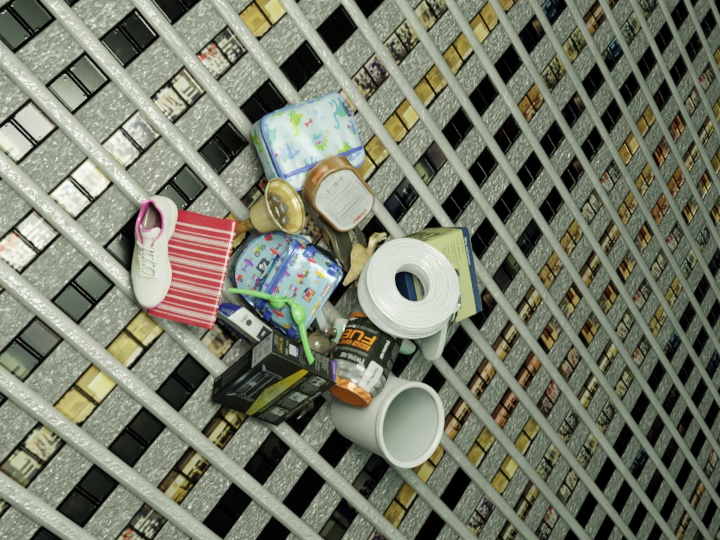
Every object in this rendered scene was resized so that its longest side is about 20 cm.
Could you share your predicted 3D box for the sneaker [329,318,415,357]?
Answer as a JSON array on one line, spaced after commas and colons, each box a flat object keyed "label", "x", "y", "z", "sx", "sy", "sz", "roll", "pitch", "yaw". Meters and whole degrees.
[{"label": "sneaker", "x": 0.021, "y": 0.185, "z": 1.458, "sx": 0.198, "sy": 0.074, "sz": 0.120, "roll": 16, "pitch": 77, "yaw": -18}]

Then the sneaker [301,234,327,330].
[{"label": "sneaker", "x": -0.097, "y": 0.022, "z": 1.378, "sx": 0.070, "sy": 0.073, "sz": 0.203, "roll": -24, "pitch": 105, "yaw": -23}]

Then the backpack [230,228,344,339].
[{"label": "backpack", "x": -0.150, "y": 0.009, "z": 1.270, "sx": 0.199, "sy": 0.135, "sz": 0.183, "roll": 37, "pitch": 91, "yaw": -1}]

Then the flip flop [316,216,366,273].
[{"label": "flip flop", "x": -0.055, "y": -0.086, "z": 1.418, "sx": 0.081, "sy": 0.057, "sz": 0.201, "roll": -36, "pitch": 96, "yaw": -32}]

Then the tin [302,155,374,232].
[{"label": "tin", "x": -0.039, "y": -0.143, "z": 1.286, "sx": 0.112, "sy": 0.042, "sz": 0.200, "roll": -41, "pitch": 150, "yaw": 4}]

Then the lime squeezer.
[{"label": "lime squeezer", "x": -0.141, "y": 0.074, "z": 1.192, "sx": 0.199, "sy": 0.071, "sz": 0.038, "roll": 41, "pitch": 29, "yaw": -2}]

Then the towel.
[{"label": "towel", "x": -0.302, "y": -0.005, "z": 1.210, "sx": 0.022, "sy": 0.143, "sz": 0.203, "roll": 26, "pitch": 75, "yaw": -69}]

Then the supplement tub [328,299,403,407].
[{"label": "supplement tub", "x": 0.012, "y": 0.163, "z": 1.346, "sx": 0.122, "sy": 0.122, "sz": 0.202, "roll": 40, "pitch": 61, "yaw": -29}]

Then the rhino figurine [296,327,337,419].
[{"label": "rhino figurine", "x": -0.104, "y": 0.215, "z": 1.385, "sx": 0.087, "sy": 0.059, "sz": 0.203, "roll": 7, "pitch": 105, "yaw": -45}]

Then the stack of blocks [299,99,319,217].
[{"label": "stack of blocks", "x": -0.100, "y": -0.225, "z": 1.352, "sx": 0.115, "sy": 0.058, "sz": 0.201, "roll": -42, "pitch": 103, "yaw": -25}]

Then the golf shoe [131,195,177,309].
[{"label": "golf shoe", "x": -0.371, "y": -0.034, "z": 1.170, "sx": 0.074, "sy": 0.092, "sz": 0.203, "roll": 4, "pitch": 87, "yaw": -2}]

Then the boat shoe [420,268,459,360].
[{"label": "boat shoe", "x": 0.177, "y": 0.091, "z": 1.412, "sx": 0.063, "sy": 0.070, "sz": 0.203, "roll": 11, "pitch": 86, "yaw": -32}]

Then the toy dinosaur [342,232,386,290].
[{"label": "toy dinosaur", "x": 0.000, "y": 0.000, "z": 1.381, "sx": 0.201, "sy": 0.058, "sz": 0.102, "roll": -54, "pitch": 131, "yaw": -44}]

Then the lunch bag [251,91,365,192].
[{"label": "lunch bag", "x": -0.095, "y": -0.239, "z": 1.278, "sx": 0.198, "sy": 0.082, "sz": 0.163, "roll": -23, "pitch": 99, "yaw": -27}]

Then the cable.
[{"label": "cable", "x": 0.096, "y": 0.035, "z": 1.315, "sx": 0.200, "sy": 0.069, "sz": 0.200, "roll": 46, "pitch": 62, "yaw": 6}]

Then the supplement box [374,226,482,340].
[{"label": "supplement box", "x": 0.146, "y": 0.022, "z": 1.509, "sx": 0.198, "sy": 0.134, "sz": 0.203, "roll": -19, "pitch": 104, "yaw": -32}]

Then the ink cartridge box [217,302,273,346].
[{"label": "ink cartridge box", "x": -0.212, "y": 0.113, "z": 1.289, "sx": 0.200, "sy": 0.099, "sz": 0.039, "roll": 42, "pitch": 71, "yaw": -30}]

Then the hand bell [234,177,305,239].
[{"label": "hand bell", "x": -0.209, "y": -0.084, "z": 1.231, "sx": 0.104, "sy": 0.198, "sz": 0.105, "roll": 35, "pitch": 44, "yaw": -43}]

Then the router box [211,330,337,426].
[{"label": "router box", "x": -0.163, "y": 0.211, "z": 1.275, "sx": 0.156, "sy": 0.199, "sz": 0.053, "roll": 30, "pitch": 37, "yaw": -31}]

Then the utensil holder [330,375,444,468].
[{"label": "utensil holder", "x": 0.051, "y": 0.306, "z": 1.419, "sx": 0.168, "sy": 0.199, "sz": 0.173, "roll": -2, "pitch": 93, "yaw": -35}]
